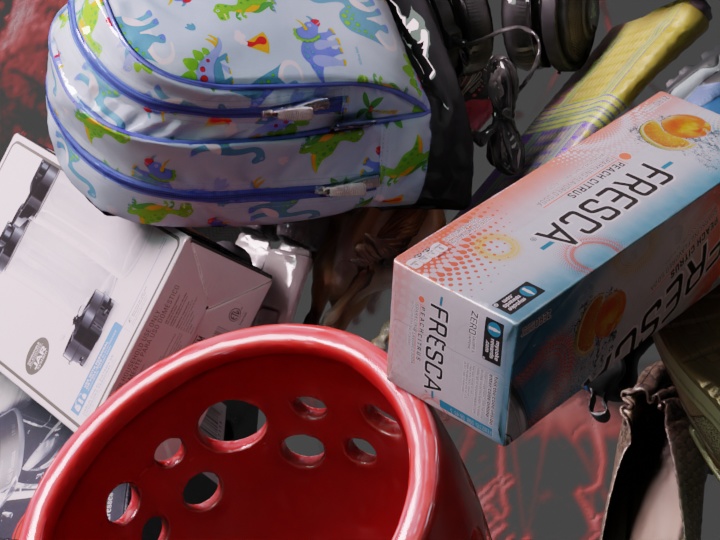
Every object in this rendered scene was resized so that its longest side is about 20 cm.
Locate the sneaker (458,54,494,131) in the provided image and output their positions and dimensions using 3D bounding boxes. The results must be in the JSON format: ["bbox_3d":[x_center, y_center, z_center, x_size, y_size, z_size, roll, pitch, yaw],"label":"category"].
[{"bbox_3d":[0.019,-0.132,1.199,0.081,0.075,0.200,-44,39,4],"label":"sneaker"}]

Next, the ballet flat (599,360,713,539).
[{"bbox_3d":[0.128,0.126,0.893,0.067,0.046,0.201,-12,50,37],"label":"ballet flat"}]

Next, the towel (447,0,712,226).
[{"bbox_3d":[0.104,-0.063,1.054,0.200,0.023,0.144,-50,8,-6],"label":"towel"}]

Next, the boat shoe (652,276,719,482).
[{"bbox_3d":[0.174,0.069,0.874,0.071,0.065,0.200,-9,41,-12],"label":"boat shoe"}]

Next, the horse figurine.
[{"bbox_3d":[0.000,0.000,1.088,0.133,0.050,0.200,-64,10,-25],"label":"horse figurine"}]

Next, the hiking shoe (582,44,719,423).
[{"bbox_3d":[0.160,-0.021,0.985,0.200,0.074,0.087,-52,53,3],"label":"hiking shoe"}]

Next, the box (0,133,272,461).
[{"bbox_3d":[-0.143,0.014,1.051,0.200,0.060,0.117,30,93,51],"label":"box"}]

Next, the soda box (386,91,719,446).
[{"bbox_3d":[0.099,-0.006,0.863,0.068,0.064,0.200,28,42,32],"label":"soda box"}]

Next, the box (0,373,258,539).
[{"bbox_3d":[-0.160,0.121,1.124,0.181,0.104,0.201,-25,43,27],"label":"box"}]

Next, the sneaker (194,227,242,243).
[{"bbox_3d":[-0.050,-0.089,1.206,0.200,0.074,0.116,-34,33,33],"label":"sneaker"}]

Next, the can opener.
[{"bbox_3d":[-0.045,-0.033,1.077,0.052,0.066,0.201,15,79,29],"label":"can opener"}]

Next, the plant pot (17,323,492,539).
[{"bbox_3d":[-0.026,0.153,0.890,0.199,0.183,0.201,-17,44,17],"label":"plant pot"}]

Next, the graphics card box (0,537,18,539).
[{"bbox_3d":[-0.142,0.224,0.941,0.051,0.200,0.126,0,56,27],"label":"graphics card box"}]

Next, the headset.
[{"bbox_3d":[0.074,-0.125,1.096,0.123,0.095,0.200,-7,21,3],"label":"headset"}]

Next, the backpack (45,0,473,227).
[{"bbox_3d":[-0.057,-0.096,0.984,0.199,0.154,0.164,-14,58,-6],"label":"backpack"}]
